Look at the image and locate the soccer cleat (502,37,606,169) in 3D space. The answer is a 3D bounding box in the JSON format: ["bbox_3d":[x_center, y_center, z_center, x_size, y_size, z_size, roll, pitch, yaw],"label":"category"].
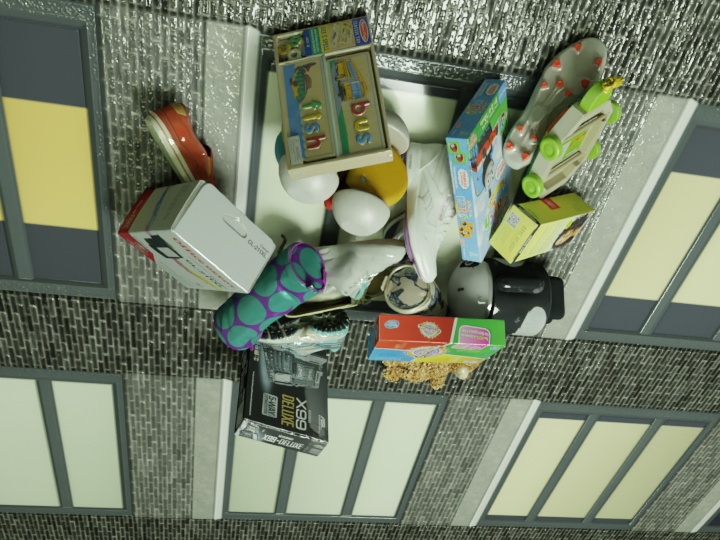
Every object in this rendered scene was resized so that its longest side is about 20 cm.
[{"bbox_3d":[0.268,-0.233,0.910,0.069,0.077,0.202,38,104,11],"label":"soccer cleat"}]

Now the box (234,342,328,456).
[{"bbox_3d":[-0.134,0.208,1.128,0.154,0.203,0.050,21,128,-21],"label":"box"}]

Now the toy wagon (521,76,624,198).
[{"bbox_3d":[0.299,-0.189,0.894,0.153,0.040,0.202,-32,153,-29],"label":"toy wagon"}]

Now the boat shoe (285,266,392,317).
[{"bbox_3d":[-0.036,0.038,1.090,0.194,0.064,0.075,-7,130,0],"label":"boat shoe"}]

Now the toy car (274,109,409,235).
[{"bbox_3d":[-0.035,-0.151,0.898,0.197,0.179,0.149,28,158,-26],"label":"toy car"}]

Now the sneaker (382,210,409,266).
[{"bbox_3d":[0.117,-0.080,0.998,0.069,0.083,0.200,33,118,-26],"label":"sneaker"}]

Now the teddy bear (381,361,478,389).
[{"bbox_3d":[0.133,0.177,1.218,0.194,0.068,0.147,8,130,-12],"label":"teddy bear"}]

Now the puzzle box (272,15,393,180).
[{"bbox_3d":[-0.036,-0.217,0.805,0.129,0.206,0.026,-10,159,2],"label":"puzzle box"}]

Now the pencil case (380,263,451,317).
[{"bbox_3d":[0.093,0.054,1.058,0.087,0.080,0.200,3,162,18],"label":"pencil case"}]

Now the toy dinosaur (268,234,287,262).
[{"bbox_3d":[-0.160,0.000,1.051,0.194,0.059,0.103,-8,131,1],"label":"toy dinosaur"}]

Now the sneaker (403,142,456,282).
[{"bbox_3d":[0.109,-0.086,0.929,0.096,0.207,0.075,-1,176,8],"label":"sneaker"}]

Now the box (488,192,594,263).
[{"bbox_3d":[0.278,-0.068,0.977,0.197,0.050,0.076,-15,143,-45],"label":"box"}]

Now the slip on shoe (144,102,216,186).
[{"bbox_3d":[-0.232,-0.148,0.921,0.061,0.074,0.202,-38,136,-16],"label":"slip on shoe"}]

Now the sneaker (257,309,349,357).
[{"bbox_3d":[-0.118,0.118,1.139,0.194,0.079,0.088,2,132,-7],"label":"sneaker"}]

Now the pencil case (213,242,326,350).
[{"bbox_3d":[-0.140,0.045,1.014,0.198,0.086,0.092,-36,121,28],"label":"pencil case"}]

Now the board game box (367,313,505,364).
[{"bbox_3d":[0.115,0.112,1.034,0.194,0.042,0.153,3,161,-5],"label":"board game box"}]

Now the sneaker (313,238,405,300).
[{"bbox_3d":[0.000,0.000,0.993,0.074,0.091,0.197,-7,-179,-39],"label":"sneaker"}]

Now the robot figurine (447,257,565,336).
[{"bbox_3d":[0.242,0.042,1.086,0.194,0.126,0.153,5,126,-10],"label":"robot figurine"}]

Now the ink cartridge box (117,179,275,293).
[{"bbox_3d":[-0.237,-0.045,0.921,0.197,0.084,0.146,2,146,51],"label":"ink cartridge box"}]

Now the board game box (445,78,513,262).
[{"bbox_3d":[0.174,-0.140,0.917,0.036,0.152,0.203,11,137,27],"label":"board game box"}]
